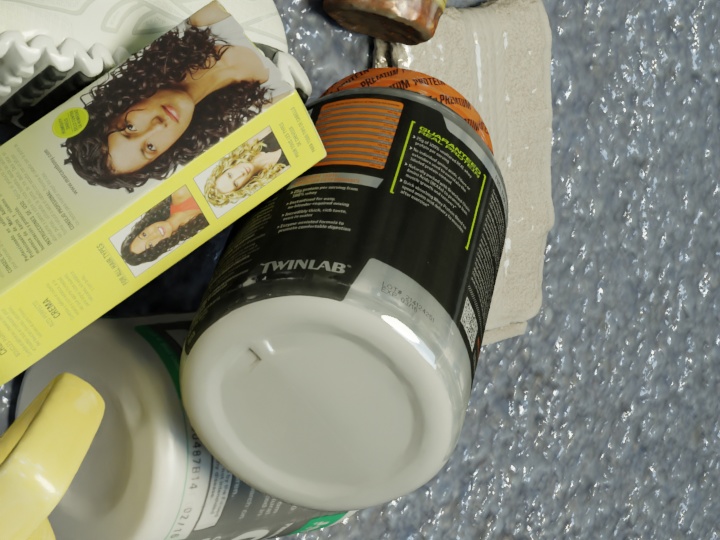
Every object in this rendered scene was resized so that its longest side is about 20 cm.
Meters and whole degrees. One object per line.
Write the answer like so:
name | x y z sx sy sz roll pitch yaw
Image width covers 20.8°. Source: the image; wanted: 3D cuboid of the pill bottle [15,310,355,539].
pill bottle | -0.057 0.074 0.945 0.199 0.113 0.114 -3 101 -47

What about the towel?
towel | 0.058 -0.051 1.104 0.132 0.034 0.201 -15 109 -46

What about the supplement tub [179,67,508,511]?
supplement tub | 0.000 0.000 0.873 0.200 0.122 0.123 -71 147 -52

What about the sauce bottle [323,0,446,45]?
sauce bottle | 0.035 -0.220 1.017 0.066 0.066 0.201 22 82 -48

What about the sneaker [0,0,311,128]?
sneaker | -0.114 -0.109 0.885 0.199 0.075 0.082 0 75 -43

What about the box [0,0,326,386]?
box | -0.117 -0.026 0.823 0.200 0.075 0.050 -37 143 -7

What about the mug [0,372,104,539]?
mug | -0.169 0.136 0.770 0.153 0.185 0.150 -73 146 -70
